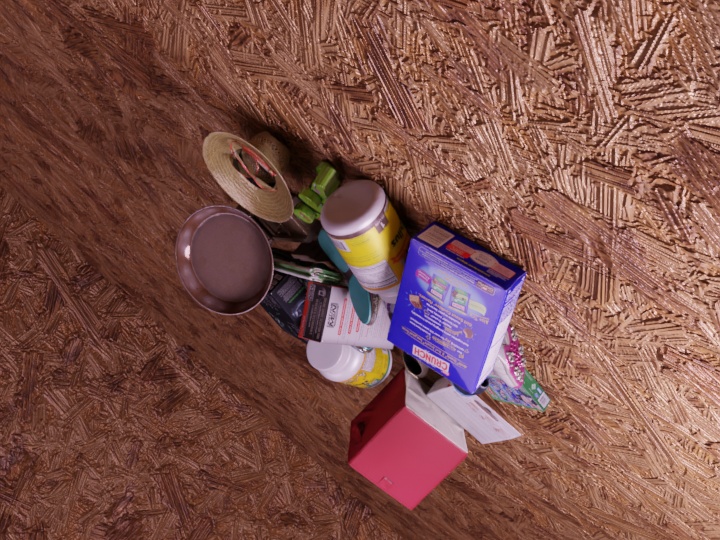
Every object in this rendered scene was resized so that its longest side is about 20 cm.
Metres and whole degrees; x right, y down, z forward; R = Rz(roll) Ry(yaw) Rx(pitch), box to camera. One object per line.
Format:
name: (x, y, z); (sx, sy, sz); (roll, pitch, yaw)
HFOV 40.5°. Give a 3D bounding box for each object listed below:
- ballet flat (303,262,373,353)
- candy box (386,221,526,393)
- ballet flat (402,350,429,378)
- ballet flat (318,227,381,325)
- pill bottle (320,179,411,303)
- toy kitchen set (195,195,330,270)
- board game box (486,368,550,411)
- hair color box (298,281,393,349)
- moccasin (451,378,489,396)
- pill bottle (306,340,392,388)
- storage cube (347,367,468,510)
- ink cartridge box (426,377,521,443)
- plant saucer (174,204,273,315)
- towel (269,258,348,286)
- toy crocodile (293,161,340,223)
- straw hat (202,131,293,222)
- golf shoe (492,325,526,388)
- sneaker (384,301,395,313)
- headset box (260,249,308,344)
ballet flat: (-0.043, 0.079, 1.871); (0.201, 0.074, 0.074); (59, 162, 9)
candy box: (0.140, 0.056, 1.471); (0.168, 0.077, 0.201); (31, 128, 23)
ballet flat: (0.106, 0.175, 1.946); (0.067, 0.046, 0.200); (35, 160, 14)
ballet flat: (0.000, 0.000, 1.662); (0.201, 0.075, 0.068); (60, 141, 24)
pill bottle: (0.024, -0.039, 1.539); (0.109, 0.109, 0.200); (19, 153, 43)
toy kitchen set: (-0.167, -0.021, 1.813); (0.163, 0.181, 0.199); (48, 158, -26)
board game box: (0.235, 0.167, 1.729); (0.200, 0.029, 0.134); (50, 158, -27)
hair color box: (-0.015, 0.082, 1.740); (0.061, 0.102, 0.199); (12, 180, 40)
moccasin: (0.164, 0.111, 1.633); (0.068, 0.080, 0.201); (-21, 100, 58)
pill bottle: (-0.025, 0.174, 1.982); (0.112, 0.113, 0.200); (27, -179, 30)
storage cube: (0.096, 0.346, 2.027); (0.200, 0.180, 0.171); (39, -162, -12)
ink cartridge box: (0.231, 0.270, 1.938); (0.160, 0.047, 0.200); (41, 159, -2)
plant saucer: (-0.239, -0.021, 1.753); (0.200, 0.201, 0.034); (35, -157, 11)
towel: (-0.051, 0.010, 1.761); (0.199, 0.024, 0.152); (11, -179, -38)
toy crocodile: (-0.063, -0.120, 1.585); (0.062, 0.068, 0.200); (33, 162, 0)
straw hat: (-0.160, -0.179, 1.602); (0.200, 0.085, 0.202); (30, 153, 17)
golf shoe: (0.201, 0.114, 1.579); (0.091, 0.076, 0.201); (-14, 122, 31)
sneaker: (0.099, 0.074, 1.698); (0.087, 0.074, 0.200); (43, 172, 20)
headset box: (-0.140, 0.064, 2.048); (0.200, 0.093, 0.174); (52, 164, -29)
